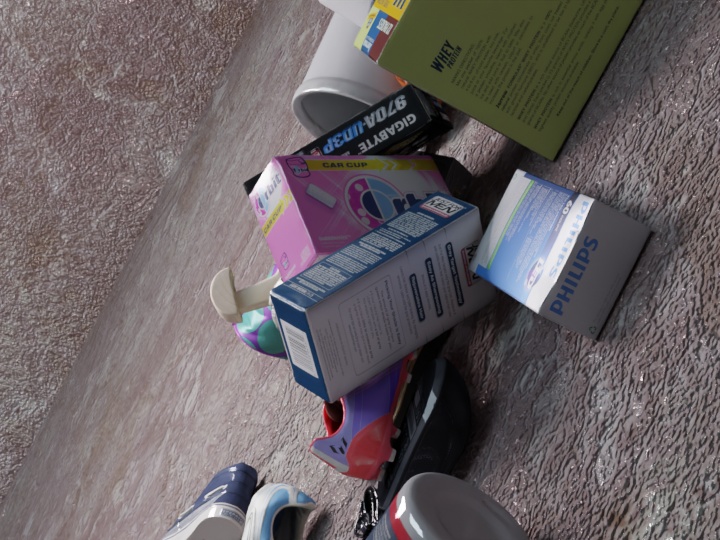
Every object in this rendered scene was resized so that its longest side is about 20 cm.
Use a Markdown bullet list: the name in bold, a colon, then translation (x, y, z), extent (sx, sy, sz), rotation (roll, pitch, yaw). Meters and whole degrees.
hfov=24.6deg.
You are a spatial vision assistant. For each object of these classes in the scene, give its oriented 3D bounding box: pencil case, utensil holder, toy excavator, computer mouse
- **pencil case**: translation (-0.080, 0.011, 2.039), extent (0.201, 0.092, 0.085), rotation (-60, -19, 17)
- **utensil holder**: translation (0.033, -0.250, 1.968), extent (0.170, 0.169, 0.201), rotation (-25, 38, 65)
- **toy excavator**: translation (-0.062, -0.029, 1.888), extent (0.100, 0.193, 0.201), rotation (76, -156, -70)
- **computer mouse**: translation (0.054, 0.172, 1.465), extent (0.139, 0.052, 0.201), rotation (-87, 19, -70)

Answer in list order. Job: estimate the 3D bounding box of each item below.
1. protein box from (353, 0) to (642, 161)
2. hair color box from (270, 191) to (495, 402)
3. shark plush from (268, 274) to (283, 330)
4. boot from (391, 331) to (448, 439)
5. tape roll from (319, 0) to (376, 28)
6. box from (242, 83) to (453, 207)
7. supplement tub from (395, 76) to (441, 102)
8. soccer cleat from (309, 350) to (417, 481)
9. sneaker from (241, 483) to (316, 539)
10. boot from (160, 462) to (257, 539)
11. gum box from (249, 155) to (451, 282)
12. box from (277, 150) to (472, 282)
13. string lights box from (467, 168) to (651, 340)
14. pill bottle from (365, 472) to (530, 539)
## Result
- **protein box**: translation (0.132, -0.247, 1.580), extent (0.199, 0.199, 0.135), rotation (-61, 16, 8)
- **hair color box**: translation (0.023, 0.022, 1.483), extent (0.199, 0.101, 0.060), rotation (-30, 33, -26)
- **shark plush**: translation (0.000, 0.000, 1.679), extent (0.091, 0.199, 0.084), rotation (-125, 17, -66)
- **boot**: translation (-0.011, 0.088, 1.629), extent (0.201, 0.138, 0.077), rotation (-64, 16, 1)
- **tape roll**: translation (0.036, -0.347, 1.698), extent (0.203, 0.071, 0.203), rotation (-54, -11, -16)
- **box**: translation (-0.010, -0.117, 1.680), extent (0.199, 0.046, 0.159), rotation (-30, -4, 10)
- **supplement tub**: translation (0.119, -0.271, 1.801), extent (0.200, 0.122, 0.123), rotation (-42, 27, 54)
- **soccer cleat**: translation (0.003, 0.107, 1.510), extent (0.201, 0.076, 0.067), rotation (-79, 15, -48)
- **sneaker**: translation (-0.100, 0.318, 1.692), extent (0.072, 0.072, 0.201), rotation (5, 75, 44)
- **boot**: translation (-0.189, 0.311, 1.990), extent (0.200, 0.073, 0.091), rotation (-39, 21, 39)
- **gum box**: translation (0.007, -0.047, 1.580), extent (0.066, 0.199, 0.114), rotation (-52, 52, 43)
- **box**: translation (0.012, -0.036, 1.761), extent (0.158, 0.048, 0.201), rotation (13, 75, 35)
- **string lights box**: translation (0.162, -0.018, 1.391), extent (0.103, 0.059, 0.200), rotation (-63, 16, 4)
- **pill bottle**: translation (0.035, 0.265, 1.252), extent (0.201, 0.119, 0.120), rotation (-58, 17, 22)
